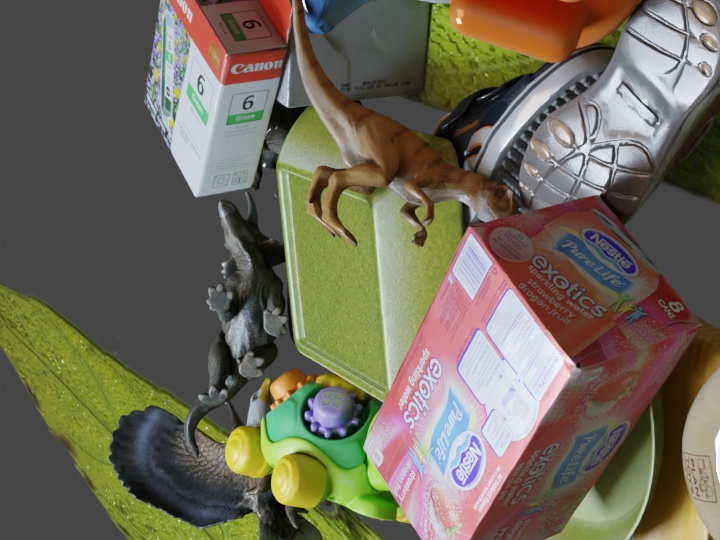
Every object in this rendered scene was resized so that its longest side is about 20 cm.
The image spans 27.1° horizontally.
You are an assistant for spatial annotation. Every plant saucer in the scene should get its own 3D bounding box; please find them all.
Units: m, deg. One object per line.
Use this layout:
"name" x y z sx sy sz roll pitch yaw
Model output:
"plant saucer" 0.121 0.077 0.908 0.200 0.031 0.202 27 122 55
"plant saucer" 0.000 0.000 1.008 0.199 0.048 0.202 25 123 58

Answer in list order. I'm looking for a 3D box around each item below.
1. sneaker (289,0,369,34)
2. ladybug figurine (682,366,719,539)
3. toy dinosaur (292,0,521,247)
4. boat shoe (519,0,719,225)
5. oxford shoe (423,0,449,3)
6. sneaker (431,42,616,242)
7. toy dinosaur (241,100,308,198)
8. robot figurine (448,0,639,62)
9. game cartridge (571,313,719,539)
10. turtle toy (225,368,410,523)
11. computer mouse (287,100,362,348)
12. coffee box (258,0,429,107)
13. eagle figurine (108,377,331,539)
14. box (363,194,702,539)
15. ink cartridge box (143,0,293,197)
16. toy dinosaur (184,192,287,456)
"sneaker" 0.043 -0.204 0.899 0.199 0.078 0.090 -36 77 14
"ladybug figurine" 0.237 0.094 0.723 0.200 0.072 0.137 -9 91 61
"toy dinosaur" 0.005 -0.074 0.900 0.200 0.106 0.060 39 176 10
"boat shoe" 0.157 -0.084 0.814 0.076 0.072 0.200 53 140 12
"oxford shoe" 0.017 -0.226 1.030 0.200 0.075 0.058 37 155 52
"sneaker" 0.092 -0.084 0.923 0.200 0.078 0.080 -56 45 46
"toy dinosaur" -0.072 -0.115 1.154 0.200 0.076 0.103 -126 38 -61
"robot figurine" 0.103 -0.194 0.781 0.116 0.201 0.144 -11 130 34
"game cartridge" 0.154 0.094 0.913 0.200 0.032 0.178 33 127 55
"turtle toy" 0.000 0.128 1.114 0.200 0.145 0.102 18 93 57
"computer mouse" -0.017 -0.039 1.170 0.140 0.046 0.202 155 115 -65
"coffee box" -0.049 -0.193 1.107 0.200 0.112 0.080 38 131 50
"eagle figurine" -0.101 0.166 1.292 0.199 0.151 0.152 -10 127 48
"box" 0.089 0.068 0.831 0.103 0.094 0.201 55 143 30
"ink cartridge box" -0.099 -0.161 1.036 0.109 0.050 0.201 59 147 33
"toy dinosaur" -0.088 0.049 1.160 0.102 0.076 0.202 -60 -23 -75
